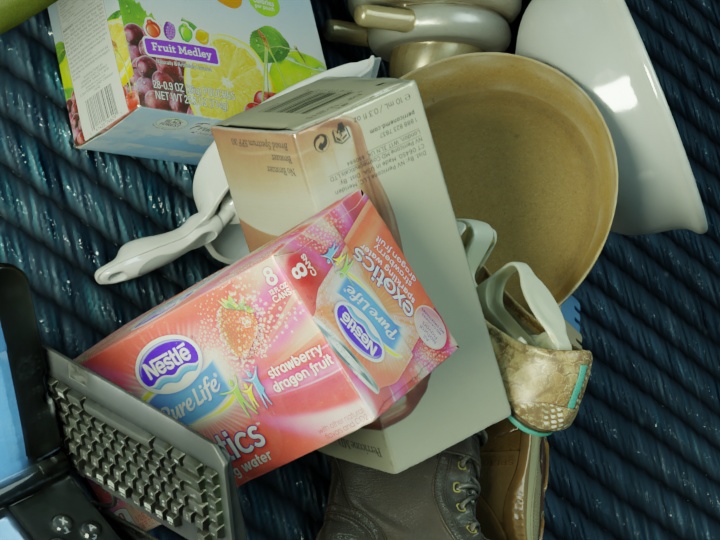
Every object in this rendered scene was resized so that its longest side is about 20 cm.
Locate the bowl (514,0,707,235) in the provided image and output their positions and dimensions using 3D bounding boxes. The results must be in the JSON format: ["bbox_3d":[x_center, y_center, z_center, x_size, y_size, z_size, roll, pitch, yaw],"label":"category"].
[{"bbox_3d":[0.149,-0.103,1.588,0.201,0.090,0.202,-22,90,-86],"label":"bowl"}]

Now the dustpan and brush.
[{"bbox_3d":[-0.072,-0.040,1.419,0.199,0.140,0.057,-17,56,-23],"label":"dustpan and brush"}]

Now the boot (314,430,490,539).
[{"bbox_3d":[0.058,0.133,1.416,0.199,0.069,0.175,11,54,3],"label":"boot"}]

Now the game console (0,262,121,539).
[{"bbox_3d":[-0.195,0.121,1.108,0.200,0.117,0.176,-25,61,-34],"label":"game console"}]

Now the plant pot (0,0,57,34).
[{"bbox_3d":[-0.231,-0.193,1.263,0.201,0.200,0.193,51,51,-14],"label":"plant pot"}]

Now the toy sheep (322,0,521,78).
[{"bbox_3d":[0.046,-0.205,1.618,0.138,0.138,0.201,10,79,-45],"label":"toy sheep"}]

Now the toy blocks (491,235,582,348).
[{"bbox_3d":[0.094,0.021,1.580,0.137,0.100,0.201,42,41,-41],"label":"toy blocks"}]

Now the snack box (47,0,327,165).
[{"bbox_3d":[-0.109,-0.166,1.466,0.168,0.068,0.201,5,63,-46],"label":"snack box"}]

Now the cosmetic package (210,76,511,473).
[{"bbox_3d":[0.000,0.000,1.350,0.087,0.103,0.201,-26,106,-27],"label":"cosmetic package"}]

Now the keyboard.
[{"bbox_3d":[-0.131,0.097,1.211,0.021,0.200,0.127,-39,138,-31],"label":"keyboard"}]

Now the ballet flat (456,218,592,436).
[{"bbox_3d":[0.069,0.011,1.418,0.070,0.065,0.200,1,38,-50],"label":"ballet flat"}]

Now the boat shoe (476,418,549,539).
[{"bbox_3d":[0.082,0.172,1.476,0.072,0.072,0.201,43,49,-56],"label":"boat shoe"}]

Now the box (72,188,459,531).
[{"bbox_3d":[-0.063,0.051,1.281,0.103,0.200,0.095,59,38,-4],"label":"box"}]

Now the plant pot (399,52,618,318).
[{"bbox_3d":[0.067,-0.040,1.504,0.027,0.199,0.201,46,34,-59],"label":"plant pot"}]
